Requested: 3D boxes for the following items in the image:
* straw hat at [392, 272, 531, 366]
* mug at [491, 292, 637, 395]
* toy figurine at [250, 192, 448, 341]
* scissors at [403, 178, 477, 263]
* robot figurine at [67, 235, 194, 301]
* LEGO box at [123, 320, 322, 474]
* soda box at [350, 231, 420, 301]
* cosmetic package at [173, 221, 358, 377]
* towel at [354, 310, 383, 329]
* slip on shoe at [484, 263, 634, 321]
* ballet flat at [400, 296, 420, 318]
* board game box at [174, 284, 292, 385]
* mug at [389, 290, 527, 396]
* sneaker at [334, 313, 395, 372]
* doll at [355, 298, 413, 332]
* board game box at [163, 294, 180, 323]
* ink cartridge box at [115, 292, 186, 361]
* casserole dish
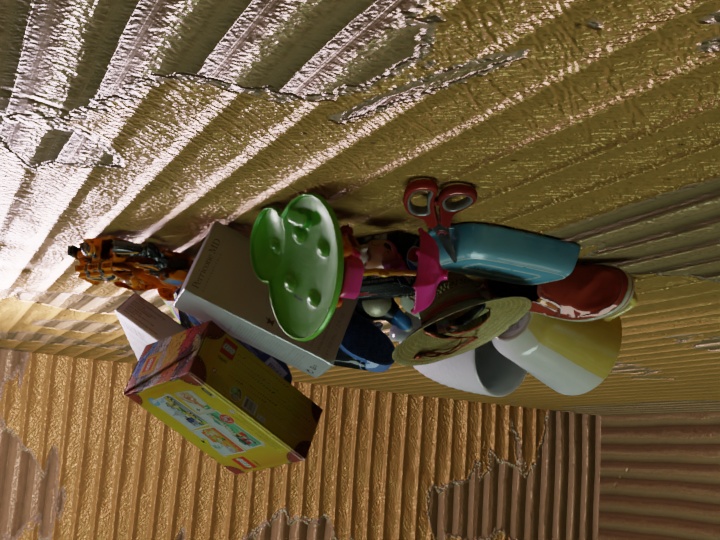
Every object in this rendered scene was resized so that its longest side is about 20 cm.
[{"bbox_3d":[0.111,0.042,1.284,0.198,0.086,0.202,-17,159,-7],"label":"straw hat"},{"bbox_3d":[0.264,0.063,1.400,0.152,0.188,0.150,23,-166,-35],"label":"mug"},{"bbox_3d":[0.000,-0.006,1.118,0.182,0.153,0.199,4,-167,-34],"label":"toy figurine"},{"bbox_3d":[0.077,-0.048,1.063,0.072,0.014,0.200,0,160,-1],"label":"scissors"},{"bbox_3d":[-0.300,-0.002,1.393,0.143,0.059,0.199,-5,166,36],"label":"robot figurine"},{"bbox_3d":[-0.170,0.165,1.277,0.148,0.078,0.200,-19,128,43],"label":"LEGO box"},{"bbox_3d":[0.000,0.000,1.276,0.070,0.064,0.198,15,164,-41],"label":"soda box"},{"bbox_3d":[-0.113,0.036,1.230,0.198,0.103,0.074,27,153,-11],"label":"cosmetic package"},{"bbox_3d":[-0.068,0.064,1.588,0.196,0.087,0.166,7,167,-5],"label":"towel"},{"bbox_3d":[0.245,0.022,1.287,0.197,0.075,0.061,3,167,32],"label":"slip on shoe"},{"bbox_3d":[0.085,0.032,1.396,0.071,0.073,0.200,-1,168,24],"label":"ballet flat"},{"bbox_3d":[-0.178,0.119,1.423,0.200,0.062,0.200,45,154,7],"label":"board game box"},{"bbox_3d":[0.130,0.099,1.504,0.198,0.150,0.174,8,179,-45],"label":"mug"},{"bbox_3d":[-0.049,0.096,1.393,0.198,0.071,0.078,25,135,2],"label":"sneaker"},{"bbox_3d":[0.014,0.042,1.404,0.135,0.049,0.200,29,179,-3],"label":"doll"},{"bbox_3d":[-0.204,0.076,1.521,0.198,0.045,0.135,5,133,50],"label":"board game box"},{"bbox_3d":[-0.251,0.144,1.450,0.199,0.043,0.175,30,149,32],"label":"ink cartridge box"},{"bbox_3d":[0.167,-0.016,1.202,0.197,0.040,0.121,11,166,-28],"label":"casserole dish"}]
